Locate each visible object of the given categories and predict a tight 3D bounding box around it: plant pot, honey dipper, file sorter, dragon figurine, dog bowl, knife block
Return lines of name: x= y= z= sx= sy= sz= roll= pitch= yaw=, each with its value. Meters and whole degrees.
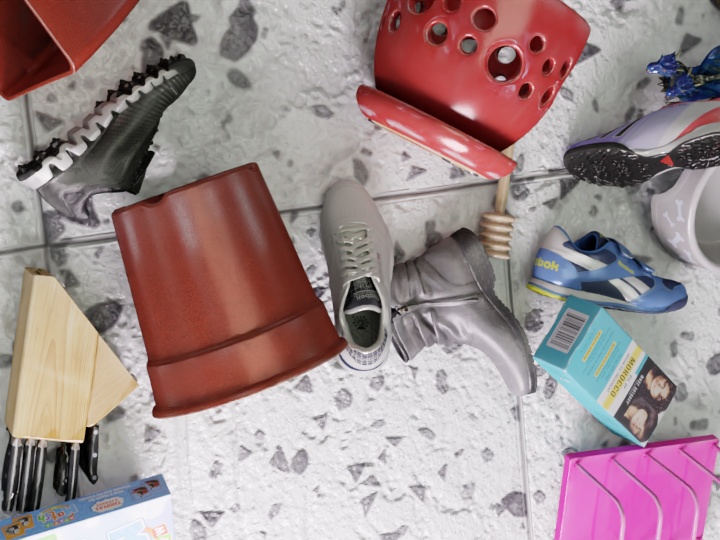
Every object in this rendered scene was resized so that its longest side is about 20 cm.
plant pot: x=-0.137 y=0.012 z=1.330 sx=0.199 sy=0.201 sz=0.197 roll=-21 pitch=95 yaw=-18
honey dipper: x=0.155 y=-0.114 z=1.507 sx=0.038 sy=0.038 sz=0.202 roll=6 pitch=92 yaw=-22
plant pot: x=-0.280 y=-0.293 z=1.237 sx=0.176 sy=0.199 sz=0.200 roll=-43 pitch=110 yaw=-25
plant pot: x=0.102 y=-0.203 z=1.393 sx=0.199 sy=0.200 sz=0.184 roll=25 pitch=96 yaw=-22
file sorter: x=0.336 y=0.283 z=1.562 sx=0.198 sy=0.125 sz=0.140 roll=-4 pitch=111 yaw=-21
dragon figurine: x=0.397 y=-0.214 z=1.550 sx=0.198 sy=0.099 sz=0.059 roll=-10 pitch=83 yaw=-18
dog bowl: x=0.425 y=-0.085 z=1.572 sx=0.198 sy=0.059 sz=0.202 roll=-11 pitch=120 yaw=-20
knife block: x=-0.310 y=0.123 z=1.331 sx=0.175 sy=0.064 sz=0.201 roll=-40 pitch=109 yaw=-14

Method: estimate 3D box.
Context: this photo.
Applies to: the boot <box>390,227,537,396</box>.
boot: x=0.097 y=0.067 z=1.495 sx=0.131 sy=0.070 sz=0.201 roll=-28 pitch=95 yaw=-13

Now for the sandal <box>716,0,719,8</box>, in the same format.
sandal: x=0.458 y=-0.261 z=1.526 sx=0.069 sy=0.212 sz=0.078 roll=23 pitch=119 yaw=-22

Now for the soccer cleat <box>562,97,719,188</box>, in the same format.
soccer cleat: x=0.317 y=-0.142 z=1.516 sx=0.068 sy=0.199 sz=0.074 roll=51 pitch=39 yaw=-43

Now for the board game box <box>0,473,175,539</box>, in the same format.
board game box: x=-0.276 y=0.288 z=1.349 sx=0.198 sy=0.037 sz=0.152 roll=-15 pitch=127 yaw=-21

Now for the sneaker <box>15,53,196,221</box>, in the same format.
sneaker: x=-0.226 y=-0.122 z=1.338 sx=0.200 sy=0.066 sz=0.091 roll=-41 pitch=112 yaw=-9

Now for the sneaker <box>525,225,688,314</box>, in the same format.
sneaker: x=0.281 y=0.002 z=1.551 sx=0.198 sy=0.074 sz=0.083 roll=9 pitch=91 yaw=-24

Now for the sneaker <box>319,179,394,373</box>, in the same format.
sneaker: x=0.000 y=0.000 z=1.407 sx=0.076 sy=0.081 sz=0.202 roll=-9 pitch=76 yaw=-1

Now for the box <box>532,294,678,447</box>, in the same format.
box: x=0.271 y=0.113 z=1.534 sx=0.200 sy=0.049 sz=0.083 roll=40 pitch=78 yaw=-42
